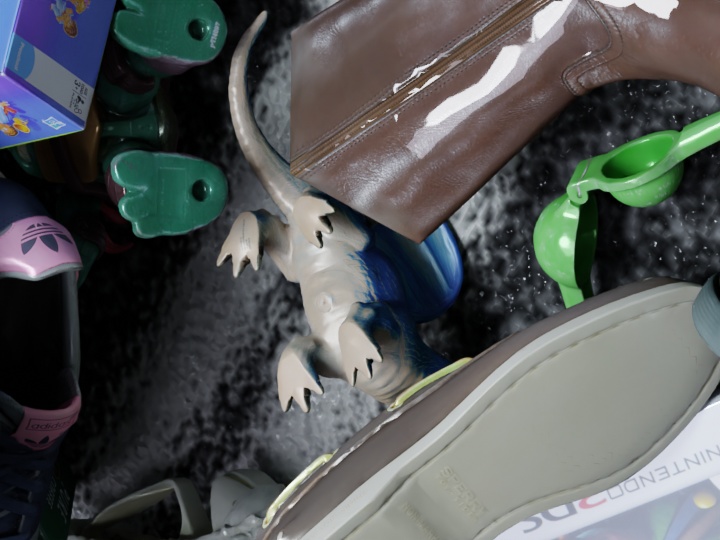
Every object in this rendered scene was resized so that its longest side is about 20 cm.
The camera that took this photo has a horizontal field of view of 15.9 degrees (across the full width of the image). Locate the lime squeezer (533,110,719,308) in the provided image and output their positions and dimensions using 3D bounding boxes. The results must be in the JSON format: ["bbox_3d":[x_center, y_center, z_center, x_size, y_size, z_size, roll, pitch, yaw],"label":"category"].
[{"bbox_3d":[0.106,-0.017,0.958,0.071,0.038,0.200,42,126,14],"label":"lime squeezer"}]

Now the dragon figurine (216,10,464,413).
[{"bbox_3d":[0.000,0.000,1.018,0.059,0.099,0.201,-31,77,29],"label":"dragon figurine"}]

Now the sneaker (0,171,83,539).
[{"bbox_3d":[-0.143,0.062,1.001,0.082,0.070,0.201,31,129,43],"label":"sneaker"}]

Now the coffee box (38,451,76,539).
[{"bbox_3d":[-0.187,0.036,1.114,0.044,0.123,0.200,-26,105,2],"label":"coffee box"}]

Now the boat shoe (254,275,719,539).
[{"bbox_3d":[0.046,0.063,0.953,0.072,0.200,0.060,53,178,-29],"label":"boat shoe"}]

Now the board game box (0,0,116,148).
[{"bbox_3d":[-0.148,-0.140,0.999,0.134,0.045,0.201,-9,60,37],"label":"board game box"}]

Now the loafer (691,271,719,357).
[{"bbox_3d":[0.210,0.035,0.852,0.199,0.072,0.063,23,114,-8],"label":"loafer"}]

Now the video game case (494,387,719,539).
[{"bbox_3d":[0.134,0.153,0.984,0.181,0.023,0.201,-24,95,22],"label":"video game case"}]

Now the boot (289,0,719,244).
[{"bbox_3d":[0.075,-0.053,0.922,0.200,0.064,0.187,-35,70,25],"label":"boot"}]

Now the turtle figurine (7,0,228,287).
[{"bbox_3d":[-0.119,-0.057,1.051,0.200,0.100,0.150,-7,101,59],"label":"turtle figurine"}]

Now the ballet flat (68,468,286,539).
[{"bbox_3d":[-0.068,0.120,1.119,0.200,0.072,0.072,-14,100,37],"label":"ballet flat"}]
